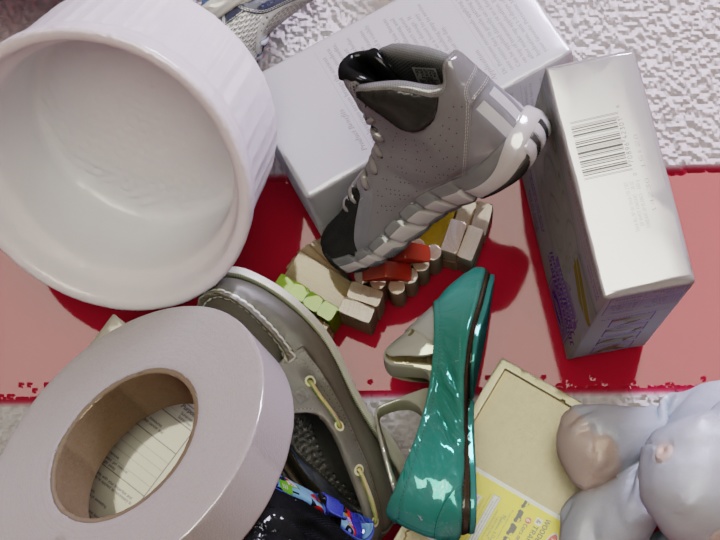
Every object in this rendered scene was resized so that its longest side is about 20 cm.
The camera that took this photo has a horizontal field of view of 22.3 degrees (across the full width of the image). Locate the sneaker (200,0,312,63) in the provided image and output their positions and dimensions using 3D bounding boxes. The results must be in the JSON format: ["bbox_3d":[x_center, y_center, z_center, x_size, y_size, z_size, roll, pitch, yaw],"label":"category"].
[{"bbox_3d":[-0.103,-0.130,1.258,0.200,0.077,0.085,-36,88,3],"label":"sneaker"}]

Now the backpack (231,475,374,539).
[{"bbox_3d":[-0.046,0.226,1.118,0.183,0.200,0.135,-42,33,30],"label":"backpack"}]

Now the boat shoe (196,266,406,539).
[{"bbox_3d":[-0.041,0.089,1.169,0.072,0.060,0.202,-31,100,35],"label":"boat shoe"}]

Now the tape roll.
[{"bbox_3d":[-0.132,0.112,1.083,0.202,0.037,0.203,-22,43,22],"label":"tape roll"}]

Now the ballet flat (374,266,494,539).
[{"bbox_3d":[0.046,0.077,1.172,0.070,0.067,0.201,6,56,2],"label":"ballet flat"}]

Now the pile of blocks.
[{"bbox_3d":[0.000,0.000,1.221,0.200,0.062,0.082,-34,78,-5],"label":"pile of blocks"}]

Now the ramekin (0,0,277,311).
[{"bbox_3d":[-0.149,-0.083,1.162,0.200,0.201,0.098,18,37,7],"label":"ramekin"}]

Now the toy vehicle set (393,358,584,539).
[{"bbox_3d":[0.095,0.173,1.195,0.124,0.027,0.200,31,81,9],"label":"toy vehicle set"}]

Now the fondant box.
[{"bbox_3d":[0.149,-0.034,1.148,0.058,0.200,0.145,-12,77,-2],"label":"fondant box"}]

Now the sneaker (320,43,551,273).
[{"bbox_3d":[0.016,-0.081,1.123,0.115,0.200,0.075,44,46,-15],"label":"sneaker"}]

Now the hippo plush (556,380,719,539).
[{"bbox_3d":[0.229,0.134,1.112,0.199,0.161,0.160,-22,93,-14],"label":"hippo plush"}]

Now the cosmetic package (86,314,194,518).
[{"bbox_3d":[-0.178,0.142,1.195,0.103,0.073,0.200,37,82,10],"label":"cosmetic package"}]

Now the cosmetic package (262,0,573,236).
[{"bbox_3d":[0.034,-0.120,1.231,0.199,0.071,0.102,-28,65,-4],"label":"cosmetic package"}]
